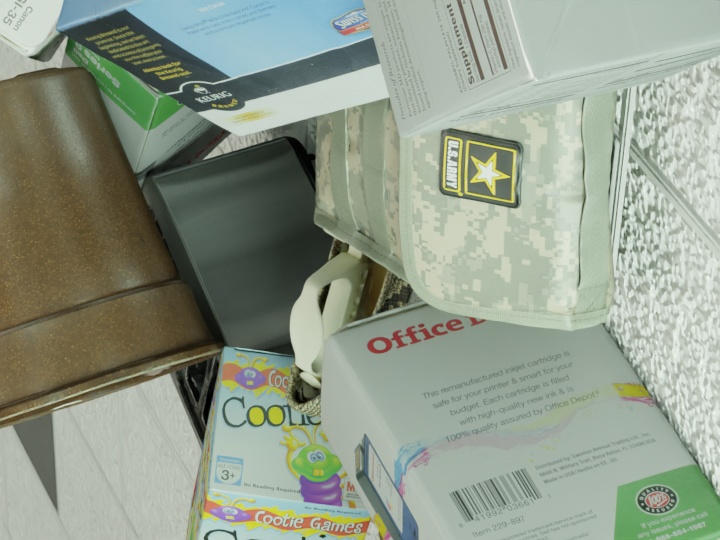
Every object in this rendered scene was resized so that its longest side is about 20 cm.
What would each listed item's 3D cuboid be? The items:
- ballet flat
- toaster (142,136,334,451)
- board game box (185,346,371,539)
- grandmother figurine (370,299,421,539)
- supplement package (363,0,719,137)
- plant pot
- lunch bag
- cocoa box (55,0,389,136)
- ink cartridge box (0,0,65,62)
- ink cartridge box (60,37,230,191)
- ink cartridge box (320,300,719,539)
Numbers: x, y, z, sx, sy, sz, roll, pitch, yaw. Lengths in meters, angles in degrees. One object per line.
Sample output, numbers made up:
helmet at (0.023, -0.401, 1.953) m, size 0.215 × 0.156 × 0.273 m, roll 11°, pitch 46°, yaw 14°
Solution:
ballet flat at (0.000, 0.000, 1.629) m, size 0.068 × 0.075 × 0.200 m, roll 35°, pitch 117°, yaw 41°
toaster at (-0.066, 0.027, 1.852) m, size 0.200 × 0.119 × 0.181 m, roll 108°, pitch 142°, yaw -57°
board game box at (-0.052, 0.148, 1.758) m, size 0.200 × 0.105 × 0.103 m, roll 104°, pitch 172°, yaw -56°
grandmother figurine at (0.041, 0.091, 1.687) m, size 0.200 × 0.061 × 0.121 m, roll 99°, pitch 158°, yaw -46°
supplement package at (0.079, -0.178, 1.225) m, size 0.111 × 0.156 × 0.200 m, roll -20°, pitch 85°, yaw 57°
plant pot at (-0.208, -0.011, 1.726) m, size 0.198 × 0.200 × 0.200 m, roll 72°, pitch 160°, yaw 2°
lunch bag at (0.062, -0.074, 1.434) m, size 0.200 × 0.118 × 0.164 m, roll 34°, pitch 130°, yaw 53°
cocoa box at (-0.029, -0.164, 1.349) m, size 0.200 × 0.131 × 0.133 m, roll -11°, pitch 59°, yaw 47°
ink cartridge box at (-0.196, -0.213, 1.753) m, size 0.083 × 0.147 × 0.200 m, roll 34°, pitch 180°, yaw -5°
ink cartridge box at (-0.127, -0.134, 1.837) m, size 0.084 × 0.146 × 0.200 m, roll 42°, pitch 153°, yaw 8°
ink cartridge box at (0.083, 0.106, 1.460) m, size 0.088 × 0.145 × 0.200 m, roll 96°, pitch 151°, yaw -48°
